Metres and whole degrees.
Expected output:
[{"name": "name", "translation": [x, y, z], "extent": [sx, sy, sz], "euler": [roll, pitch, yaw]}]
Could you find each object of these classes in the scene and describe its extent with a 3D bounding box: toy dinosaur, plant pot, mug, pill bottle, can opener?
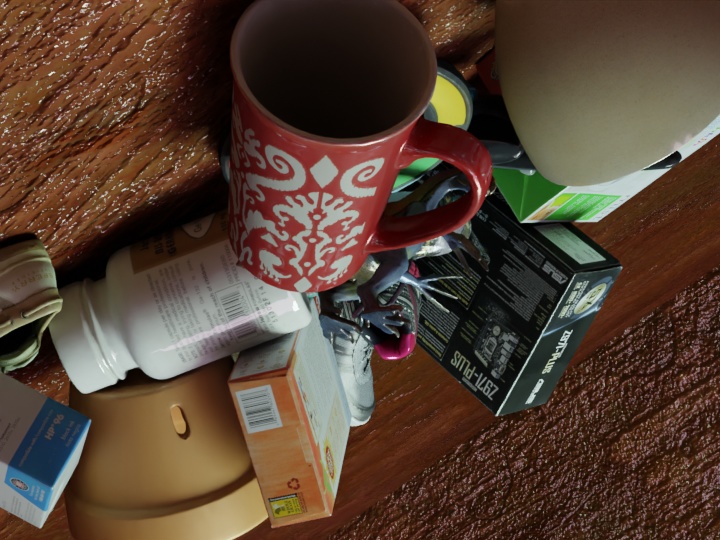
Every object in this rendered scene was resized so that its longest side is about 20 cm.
[{"name": "toy dinosaur", "translation": [0.031, -0.032, 1.165], "extent": [0.105, 0.200, 0.182], "euler": [-24, -142, 46]}, {"name": "plant pot", "translation": [-0.172, 0.141, 1.322], "extent": [0.199, 0.141, 0.200], "euler": [-9, -160, 3]}, {"name": "mug", "translation": [-0.018, -0.065, 1.022], "extent": [0.133, 0.178, 0.200], "euler": [-31, 158, -26]}, {"name": "pill bottle", "translation": [-0.150, 0.025, 1.240], "extent": [0.199, 0.115, 0.114], "euler": [-21, 166, 1]}, {"name": "can opener", "translation": [0.162, -0.102, 1.237], "extent": [0.199, 0.079, 0.064], "euler": [4, 137, 12]}, {"name": "plant pot", "translation": [0.176, -0.181, 1.114], "extent": [0.200, 0.135, 0.201], "euler": [-31, -152, 19]}]

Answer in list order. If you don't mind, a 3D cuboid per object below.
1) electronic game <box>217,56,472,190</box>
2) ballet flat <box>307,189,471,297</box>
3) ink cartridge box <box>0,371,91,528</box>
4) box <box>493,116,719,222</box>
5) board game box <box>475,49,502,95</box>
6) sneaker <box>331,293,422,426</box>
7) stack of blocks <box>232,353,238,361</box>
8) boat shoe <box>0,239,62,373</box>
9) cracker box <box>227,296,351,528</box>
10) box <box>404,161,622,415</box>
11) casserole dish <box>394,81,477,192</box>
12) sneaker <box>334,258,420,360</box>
[{"name": "electronic game", "translation": [-0.011, -0.104, 1.152], "extent": [0.199, 0.042, 0.200], "euler": [-13, 154, -7]}, {"name": "ballet flat", "translation": [-0.004, -0.031, 1.323], "extent": [0.199, 0.072, 0.072], "euler": [-17, 167, 6]}, {"name": "ink cartridge box", "translation": [-0.320, 0.115, 1.191], "extent": [0.068, 0.199, 0.116], "euler": [-63, -177, -30]}, {"name": "box", "translation": [0.227, -0.136, 1.338], "extent": [0.200, 0.097, 0.176], "euler": [-38, 162, 26]}, {"name": "board game box", "translation": [0.214, -0.212, 1.326], "extent": [0.199, 0.040, 0.153], "euler": [-12, 157, -51]}, {"name": "sneaker", "translation": [0.007, 0.056, 1.407], "extent": [0.113, 0.201, 0.076], "euler": [-5, -155, 23]}, {"name": "stack of blocks", "translation": [-0.131, 0.083, 1.485], "extent": [0.199, 0.116, 0.059], "euler": [-5, 158, -18]}, {"name": "boat shoe", "translation": [-0.277, 0.048, 1.184], "extent": [0.073, 0.063, 0.201], "euler": [-19, 162, -35]}, {"name": "cracker box", "translation": [-0.057, 0.112, 1.298], "extent": [0.057, 0.135, 0.200], "euler": [-13, -164, 9]}, {"name": "box", "translation": [0.117, 0.007, 1.413], "extent": [0.086, 0.200, 0.164], "euler": [-7, 131, -49]}, {"name": "casserole dish", "translation": [0.026, -0.114, 1.291], "extent": [0.121, 0.039, 0.200], "euler": [-25, 165, -23]}, {"name": "sneaker", "translation": [0.000, 0.000, 1.237], "extent": [0.080, 0.075, 0.200], "euler": [-20, 142, 21]}]
